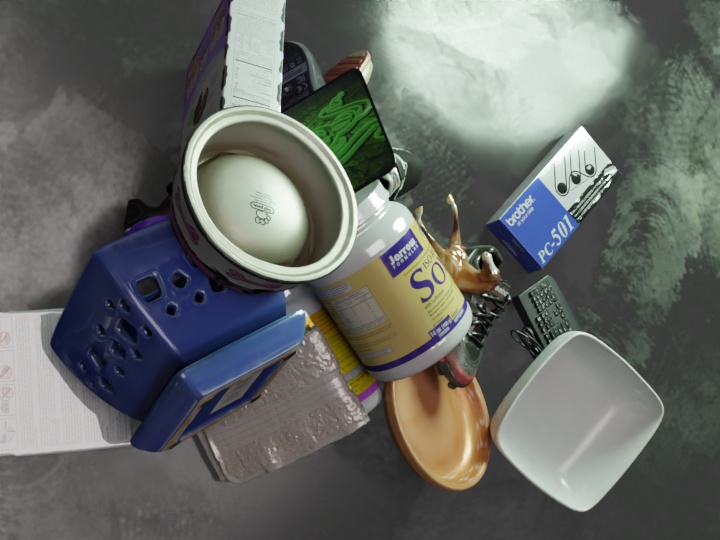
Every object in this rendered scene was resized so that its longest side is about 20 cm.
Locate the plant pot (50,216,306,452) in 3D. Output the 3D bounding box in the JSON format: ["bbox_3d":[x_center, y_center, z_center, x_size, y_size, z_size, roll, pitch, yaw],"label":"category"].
[{"bbox_3d":[-0.184,0.065,1.220,0.199,0.200,0.180,-26,74,-40],"label":"plant pot"}]

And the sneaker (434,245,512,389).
[{"bbox_3d":[0.143,0.052,1.468,0.071,0.098,0.202,33,54,-40],"label":"sneaker"}]

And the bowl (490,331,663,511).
[{"bbox_3d":[0.276,0.193,1.522,0.200,0.075,0.200,41,86,-21],"label":"bowl"}]

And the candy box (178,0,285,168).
[{"bbox_3d":[-0.150,-0.197,1.329,0.071,0.168,0.201,13,59,-21],"label":"candy box"}]

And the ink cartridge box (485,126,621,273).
[{"bbox_3d":[0.271,-0.099,1.602,0.094,0.044,0.200,47,68,-9],"label":"ink cartridge box"}]

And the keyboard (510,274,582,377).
[{"bbox_3d":[0.279,0.113,1.578,0.104,0.040,0.201,-31,95,-25],"label":"keyboard"}]

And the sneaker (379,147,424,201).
[{"bbox_3d":[0.024,-0.110,1.447,0.199,0.088,0.075,-11,114,-43],"label":"sneaker"}]

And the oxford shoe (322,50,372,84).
[{"bbox_3d":[-0.033,-0.190,1.475,0.074,0.071,0.201,40,73,-36],"label":"oxford shoe"}]

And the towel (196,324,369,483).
[{"bbox_3d":[-0.104,0.161,1.344,0.199,0.034,0.133,-27,95,14],"label":"towel"}]

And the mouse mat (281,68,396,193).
[{"bbox_3d":[-0.063,-0.134,1.353,0.199,0.008,0.162,-28,58,14],"label":"mouse mat"}]

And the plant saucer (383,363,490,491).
[{"bbox_3d":[0.092,0.181,1.447,0.200,0.037,0.201,28,50,-40],"label":"plant saucer"}]

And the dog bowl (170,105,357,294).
[{"bbox_3d":[-0.105,-0.064,1.175,0.199,0.074,0.201,17,56,-28],"label":"dog bowl"}]

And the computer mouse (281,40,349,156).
[{"bbox_3d":[-0.080,-0.194,1.425,0.053,0.138,0.201,38,33,-55],"label":"computer mouse"}]

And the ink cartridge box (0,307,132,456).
[{"bbox_3d":[-0.360,0.124,1.288,0.199,0.057,0.164,-3,83,-20],"label":"ink cartridge box"}]

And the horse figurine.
[{"bbox_3d":[0.074,-0.005,1.455,0.199,0.050,0.133,-26,85,19],"label":"horse figurine"}]

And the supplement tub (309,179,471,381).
[{"bbox_3d":[0.023,0.011,1.335,0.145,0.145,0.201,-40,106,-23],"label":"supplement tub"}]

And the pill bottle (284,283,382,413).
[{"bbox_3d":[-0.060,0.091,1.393,0.104,0.104,0.201,-29,95,-25],"label":"pill bottle"}]

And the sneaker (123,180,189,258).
[{"bbox_3d":[-0.188,-0.069,1.378,0.199,0.070,0.100,-10,84,-26],"label":"sneaker"}]
